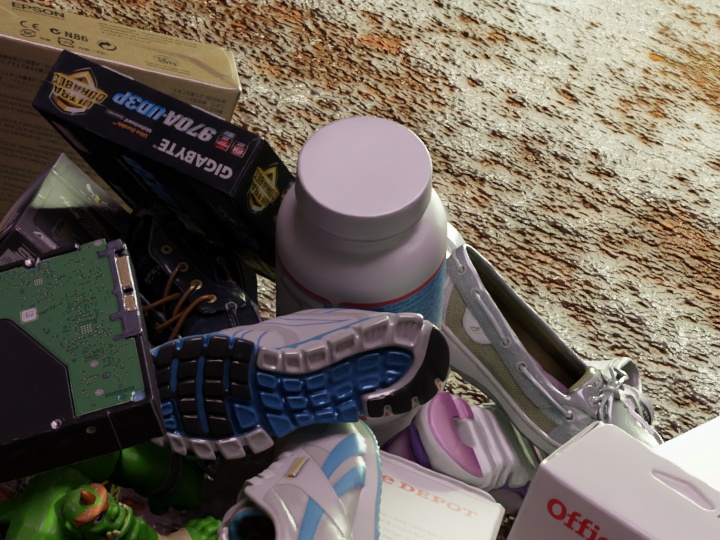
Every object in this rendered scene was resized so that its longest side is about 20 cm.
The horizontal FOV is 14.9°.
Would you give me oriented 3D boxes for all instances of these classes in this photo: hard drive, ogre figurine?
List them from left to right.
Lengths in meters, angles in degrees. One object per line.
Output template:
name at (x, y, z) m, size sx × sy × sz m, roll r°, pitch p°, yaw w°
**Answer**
hard drive at (-0.217, 0.063, 1.564) m, size 0.199 × 0.038 × 0.140 m, roll -17°, pitch 46°, yaw 0°
ogre figurine at (-0.153, 0.167, 1.568) m, size 0.098 × 0.201 × 0.120 m, roll 4°, pitch -33°, yaw 51°

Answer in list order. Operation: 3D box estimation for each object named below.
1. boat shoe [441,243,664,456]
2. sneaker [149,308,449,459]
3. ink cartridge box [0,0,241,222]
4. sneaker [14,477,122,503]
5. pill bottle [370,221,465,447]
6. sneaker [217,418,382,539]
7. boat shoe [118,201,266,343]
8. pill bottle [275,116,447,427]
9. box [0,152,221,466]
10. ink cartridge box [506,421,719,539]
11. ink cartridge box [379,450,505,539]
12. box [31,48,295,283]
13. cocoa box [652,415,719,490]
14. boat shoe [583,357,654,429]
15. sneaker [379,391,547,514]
boat shoe at (0.125, 0.067, 1.837) m, size 0.202 × 0.065 × 0.074 m, roll 41°, pitch 28°, yaw 8°
sneaker at (-0.053, 0.061, 1.635) m, size 0.199 × 0.075 × 0.087 m, roll -6°, pitch 14°, yaw -17°
ink cartridge box at (-0.203, -0.094, 1.977) m, size 0.199 × 0.165 × 0.075 m, roll 12°, pitch 27°, yaw -16°
sneaker at (-0.180, 0.142, 1.660) m, size 0.075 × 0.077 × 0.201 m, roll 14°, pitch 42°, yaw -15°
pill bottle at (0.015, 0.039, 1.943) m, size 0.115 × 0.116 × 0.200 m, roll 22°, pitch 28°, yaw 3°
sneaker at (-0.037, 0.138, 1.600) m, size 0.080 × 0.077 × 0.200 m, roll 21°, pitch 28°, yaw -16°
boat shoe at (-0.109, 0.028, 1.742) m, size 0.091 × 0.071 × 0.200 m, roll 37°, pitch 12°, yaw -23°
pill bottle at (0.000, 0.000, 1.729) m, size 0.108 × 0.201 × 0.109 m, roll 1°, pitch 51°, yaw -1°
box at (-0.154, 0.025, 1.828) m, size 0.200 × 0.048 × 0.159 m, roll 42°, pitch 17°, yaw -10°
ink cartridge box at (0.148, 0.215, 1.636) m, size 0.144 × 0.201 × 0.084 m, roll 32°, pitch 30°, yaw 21°
ink cartridge box at (-0.005, 0.195, 1.693) m, size 0.145 × 0.085 × 0.200 m, roll 22°, pitch 30°, yaw 3°
box at (-0.106, -0.059, 1.793) m, size 0.158 × 0.046 × 0.200 m, roll 25°, pitch -12°, yaw 23°
cocoa box at (0.230, 0.194, 1.798) m, size 0.133 × 0.132 × 0.200 m, roll 36°, pitch 32°, yaw 26°
boat shoe at (0.174, 0.105, 1.940) m, size 0.066 × 0.074 × 0.200 m, roll -21°, pitch 22°, yaw 8°
sneaker at (0.072, 0.136, 1.855) m, size 0.200 × 0.088 × 0.081 m, roll 16°, pitch 44°, yaw -55°
